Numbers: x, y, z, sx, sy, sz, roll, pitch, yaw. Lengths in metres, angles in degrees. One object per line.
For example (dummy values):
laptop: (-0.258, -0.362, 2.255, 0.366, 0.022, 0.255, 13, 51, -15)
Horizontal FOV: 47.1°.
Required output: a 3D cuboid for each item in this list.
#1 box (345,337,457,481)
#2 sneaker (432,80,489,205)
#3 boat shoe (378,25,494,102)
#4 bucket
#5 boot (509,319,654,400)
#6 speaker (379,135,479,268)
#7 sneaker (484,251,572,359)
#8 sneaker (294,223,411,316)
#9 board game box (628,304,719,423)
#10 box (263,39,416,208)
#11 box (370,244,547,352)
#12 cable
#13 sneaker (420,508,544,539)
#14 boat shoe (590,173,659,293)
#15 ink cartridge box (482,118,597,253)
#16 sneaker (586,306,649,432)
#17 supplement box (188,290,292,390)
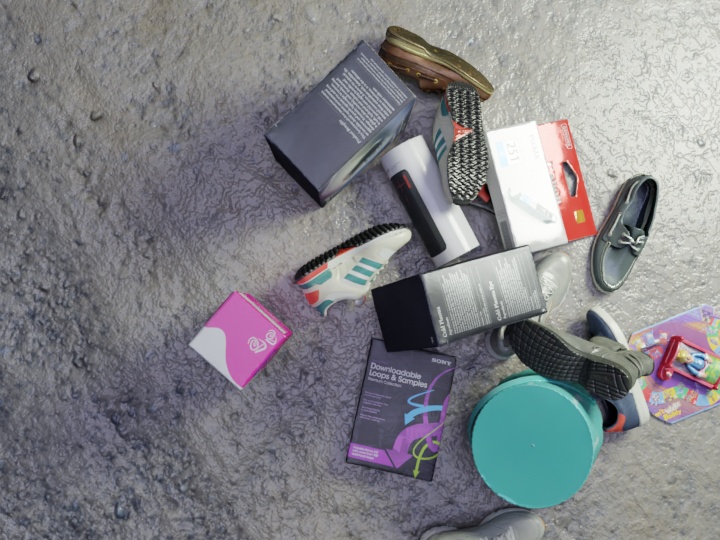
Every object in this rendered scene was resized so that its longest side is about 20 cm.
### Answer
box: (0.065, 0.220, 1.313, 0.141, 0.036, 0.202, 12, 85, 0)
sneaker: (0.151, -0.188, 1.296, 0.069, 0.093, 0.202, 2, 74, -12)
boat shoe: (0.120, -0.321, 1.337, 0.198, 0.072, 0.068, 25, 120, -7)
bucket: (0.262, 0.251, 1.240, 0.205, 0.135, 0.210, -1, 88, 17)
boot: (0.329, 0.124, 1.234, 0.199, 0.130, 0.068, 27, 113, 26)
speaker: (0.109, -0.109, 1.311, 0.081, 0.081, 0.202, -27, 88, -3)
sneaker: (0.276, 0.057, 1.298, 0.075, 0.092, 0.201, 34, 86, 2)
sneaker: (0.000, 0.000, 1.310, 0.198, 0.070, 0.094, -28, 106, -5)
board game box: (0.530, 0.151, 1.322, 0.198, 0.039, 0.160, -21, 87, -2)
box: (-0.030, -0.212, 1.256, 0.198, 0.200, 0.123, -43, 89, -2)
box: (0.139, 0.044, 1.220, 0.180, 0.200, 0.105, -15, 88, -21)
cable: (0.226, -0.104, 1.327, 0.097, 0.050, 0.201, -35, 86, -4)
sneaker: (0.191, 0.423, 1.267, 0.198, 0.092, 0.077, -15, 87, -2)
boat shoe: (0.426, -0.061, 1.323, 0.072, 0.062, 0.202, 21, 87, -3)
ink cartridge box: (0.290, -0.137, 1.309, 0.174, 0.045, 0.202, -14, 88, -18)
sneaker: (0.382, 0.161, 1.303, 0.084, 0.075, 0.202, -20, 86, -4)
supplement box: (-0.173, 0.101, 1.233, 0.103, 0.200, 0.101, 41, 87, 2)
